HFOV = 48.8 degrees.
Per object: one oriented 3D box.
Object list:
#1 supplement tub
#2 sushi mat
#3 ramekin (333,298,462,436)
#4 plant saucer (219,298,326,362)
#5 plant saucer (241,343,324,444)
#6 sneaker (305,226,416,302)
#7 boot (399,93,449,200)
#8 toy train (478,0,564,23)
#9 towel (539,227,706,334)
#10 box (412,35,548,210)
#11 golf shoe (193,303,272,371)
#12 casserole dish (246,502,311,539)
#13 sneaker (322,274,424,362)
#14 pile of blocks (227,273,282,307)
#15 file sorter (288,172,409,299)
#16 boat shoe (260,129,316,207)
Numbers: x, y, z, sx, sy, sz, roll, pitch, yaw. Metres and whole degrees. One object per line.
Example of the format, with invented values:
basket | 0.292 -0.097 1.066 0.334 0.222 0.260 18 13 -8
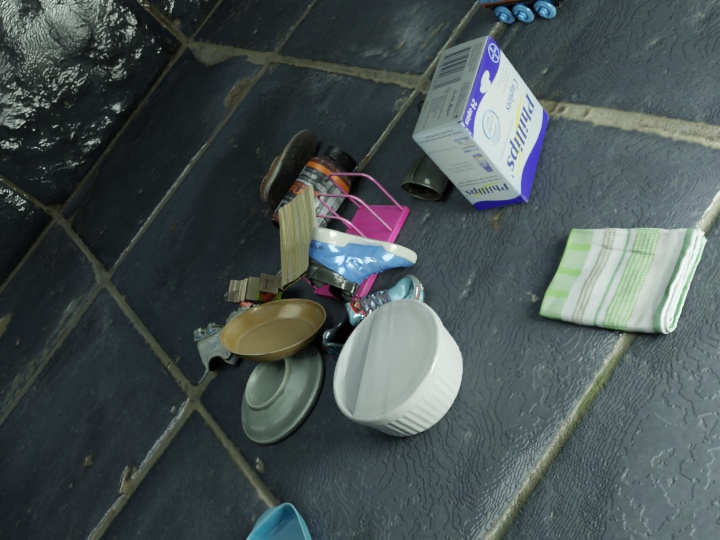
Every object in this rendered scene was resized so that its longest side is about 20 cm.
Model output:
supplement tub | -0.089 -0.155 1.618 0.106 0.107 0.201 20 74 54
sushi mat | -0.112 -0.062 1.419 0.095 0.012 0.202 -35 40 26
ramekin | 0.061 0.151 1.176 0.201 0.094 0.204 -29 41 28
plant saucer | -0.156 0.114 1.444 0.197 0.036 0.201 -10 24 5
plant saucer | -0.152 0.206 1.409 0.199 0.050 0.202 -30 39 28
sneaker | -0.001 0.000 1.331 0.076 0.198 0.113 16 94 58
boot | 0.132 -0.230 1.480 0.181 0.072 0.202 16 78 55
toy train | 0.306 -0.538 1.510 0.199 0.114 0.087 16 71 54
towel | 0.339 0.006 1.048 0.199 0.031 0.151 5 62 51
box | 0.199 -0.232 1.276 0.104 0.200 0.186 -7 53 43
golf shoe | -0.242 0.136 1.578 0.199 0.078 0.099 -28 65 29
casserole dish | -0.110 0.436 1.159 0.121 0.039 0.201 -45 34 9
sneaker | 0.019 0.078 1.289 0.200 0.095 0.080 -46 38 9
pile of blocks | -0.204 0.052 1.601 0.199 0.081 0.063 -9 69 56
file sorter | -0.032 -0.064 1.453 0.138 0.125 0.202 7 64 51
boat shoe | -0.172 -0.239 1.821 0.071 0.076 0.201 14 68 55
